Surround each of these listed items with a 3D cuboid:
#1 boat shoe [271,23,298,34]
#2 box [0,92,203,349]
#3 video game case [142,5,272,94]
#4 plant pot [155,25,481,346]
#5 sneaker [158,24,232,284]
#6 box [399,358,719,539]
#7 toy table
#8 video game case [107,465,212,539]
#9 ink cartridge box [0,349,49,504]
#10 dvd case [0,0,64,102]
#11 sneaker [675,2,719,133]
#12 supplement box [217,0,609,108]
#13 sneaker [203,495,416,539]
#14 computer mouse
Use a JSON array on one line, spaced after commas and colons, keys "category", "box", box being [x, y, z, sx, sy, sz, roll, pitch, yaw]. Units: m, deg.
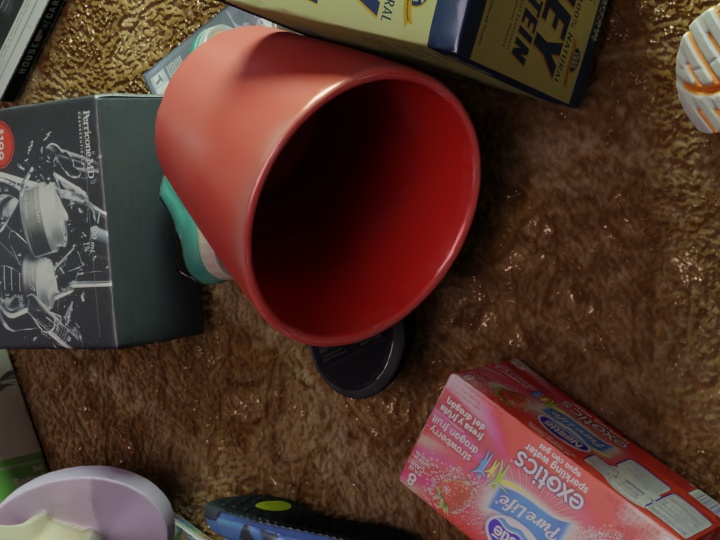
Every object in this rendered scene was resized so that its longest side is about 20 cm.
[{"category": "boat shoe", "box": [-0.035, -0.257, 1.151, 0.072, 0.072, 0.202, 13, 93, 23]}, {"category": "box", "box": [-0.236, -0.040, 1.282, 0.181, 0.104, 0.202, -3, 94, 37]}, {"category": "video game case", "box": [-0.078, -0.148, 1.234, 0.199, 0.019, 0.144, -33, 75, 29]}, {"category": "plant pot", "box": [-0.042, -0.076, 1.080, 0.177, 0.199, 0.202, 38, 113, 45]}, {"category": "sneaker", "box": [-0.125, -0.090, 1.216, 0.080, 0.071, 0.202, -7, 81, 44]}, {"category": "box", "box": [0.139, 0.156, 1.059, 0.199, 0.099, 0.096, 36, 111, 26]}, {"category": "toy table", "box": [-0.257, 0.250, 1.266, 0.200, 0.117, 0.184, -38, 100, 28]}, {"category": "video game case", "box": [-0.171, 0.278, 1.320, 0.199, 0.018, 0.144, 30, 108, 28]}, {"category": "ink cartridge box", "box": [-0.381, 0.142, 1.412, 0.145, 0.084, 0.201, -27, 79, 31]}, {"category": "dvd case", "box": [-0.347, -0.271, 1.402, 0.200, 0.025, 0.151, 41, 113, 24]}, {"category": "sneaker", "box": [0.275, -0.157, 0.971, 0.200, 0.077, 0.079, -50, 61, 45]}, {"category": "supplement box", "box": [0.042, -0.209, 1.036, 0.199, 0.200, 0.135, 18, 95, 30]}, {"category": "sneaker", "box": [-0.045, 0.228, 1.206, 0.199, 0.066, 0.079, 10, 102, 32]}, {"category": "computer mouse", "box": [0.000, 0.000, 1.176, 0.138, 0.053, 0.202, -21, 71, 31]}]
